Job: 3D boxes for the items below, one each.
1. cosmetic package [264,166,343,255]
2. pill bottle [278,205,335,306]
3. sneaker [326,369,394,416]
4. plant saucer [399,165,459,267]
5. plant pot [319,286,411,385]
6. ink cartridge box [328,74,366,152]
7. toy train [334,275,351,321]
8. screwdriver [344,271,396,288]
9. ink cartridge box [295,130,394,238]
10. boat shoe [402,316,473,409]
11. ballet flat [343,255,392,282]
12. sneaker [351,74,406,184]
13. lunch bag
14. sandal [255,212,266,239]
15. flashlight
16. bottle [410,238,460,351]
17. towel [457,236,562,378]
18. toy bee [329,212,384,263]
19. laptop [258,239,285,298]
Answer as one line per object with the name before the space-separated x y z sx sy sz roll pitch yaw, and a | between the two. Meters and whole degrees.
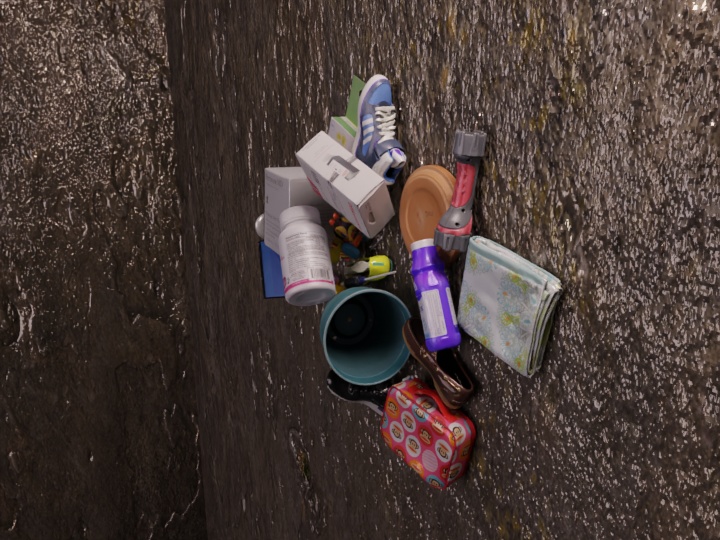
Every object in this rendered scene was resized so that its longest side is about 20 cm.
cosmetic package | -0.140 -0.148 1.469 0.167 0.164 0.203 30 122 55
pill bottle | -0.123 -0.034 1.295 0.113 0.112 0.203 -45 50 55
sneaker | 0.025 0.255 1.276 0.088 0.198 0.077 -44 26 50
plant saucer | 0.132 -0.102 1.134 0.199 0.032 0.204 22 116 56
plant pot | -0.004 0.124 1.286 0.188 0.197 0.204 -150 56 -72
ink cartridge box | -0.019 -0.324 1.334 0.146 0.047 0.202 51 141 44
toy train | -0.051 0.083 1.487 0.150 0.055 0.203 123 129 -67
screwdriver | 0.017 0.017 1.263 0.199 0.029 0.028 -19 65 62
ink cartridge box | -0.030 -0.180 1.236 0.200 0.085 0.146 44 171 26
boat shoe | 0.152 0.165 1.125 0.201 0.070 0.071 55 148 26
ballet flat | 0.000 0.000 1.355 0.199 0.066 0.068 -19 72 61
sneaker | 0.057 -0.277 1.189 0.146 0.080 0.203 41 129 38
lunch bag | 0.131 0.311 1.161 0.199 0.081 0.179 34 127 40
sandal | -0.223 -0.133 1.590 0.049 0.202 0.084 11 110 32
flashlight | 0.170 -0.136 1.000 0.068 0.067 0.203 -99 14 -70
bottle | 0.134 0.045 1.072 0.084 0.064 0.203 66 -167 -82
towel | 0.237 0.057 0.970 0.200 0.047 0.174 40 130 50
toy bee | -0.028 -0.090 1.344 0.200 0.108 0.132 -42 17 47
laptop | -0.210 -0.003 1.691 0.199 0.102 0.181 7 103 60
